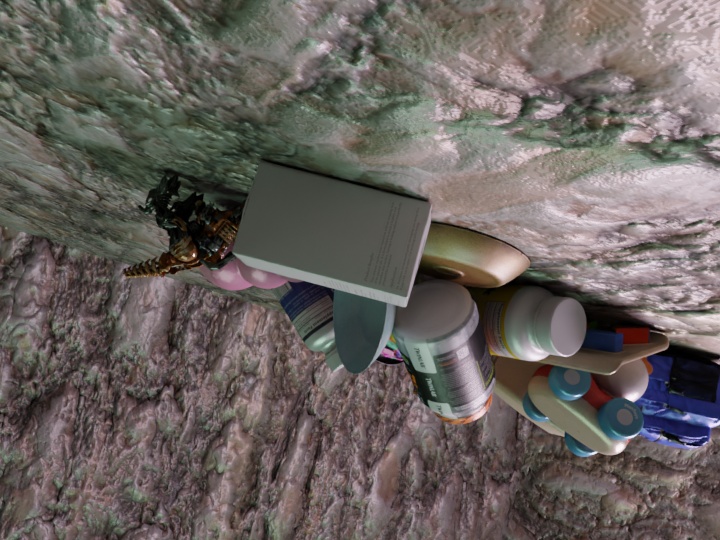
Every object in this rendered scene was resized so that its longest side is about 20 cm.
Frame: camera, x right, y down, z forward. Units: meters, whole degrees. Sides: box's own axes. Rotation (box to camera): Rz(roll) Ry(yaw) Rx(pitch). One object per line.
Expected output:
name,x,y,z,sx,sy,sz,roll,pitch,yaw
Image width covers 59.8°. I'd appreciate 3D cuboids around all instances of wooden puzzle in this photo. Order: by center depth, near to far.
wooden puzzle,0.360,0.107,0.993,0.200,0.046,0.185,-10,-169,-43

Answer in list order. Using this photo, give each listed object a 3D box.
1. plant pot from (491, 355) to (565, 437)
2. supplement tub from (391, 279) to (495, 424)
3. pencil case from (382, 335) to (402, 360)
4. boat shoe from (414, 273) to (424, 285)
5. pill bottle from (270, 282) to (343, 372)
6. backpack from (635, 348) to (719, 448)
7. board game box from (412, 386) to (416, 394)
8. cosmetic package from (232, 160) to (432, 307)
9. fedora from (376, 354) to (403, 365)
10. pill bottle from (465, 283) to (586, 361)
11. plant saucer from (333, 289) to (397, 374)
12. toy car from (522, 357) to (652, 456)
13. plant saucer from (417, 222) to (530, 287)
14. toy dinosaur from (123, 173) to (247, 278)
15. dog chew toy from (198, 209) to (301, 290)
plant pot,0.349,0.192,1.226,0.177,0.200,0.200,25,172,9
supplement tub,0.123,0.122,0.896,0.122,0.123,0.200,9,136,36
pencil case,0.078,0.093,1.137,0.088,0.089,0.200,14,-163,11
boat shoe,0.000,0.000,0.995,0.200,0.076,0.072,19,174,-4
pill bottle,-0.065,0.066,1.065,0.200,0.111,0.111,57,176,9
backpack,0.533,0.220,1.128,0.200,0.168,0.163,16,165,17
board game box,0.212,0.191,1.361,0.151,0.201,0.046,16,170,-5
cosmetic package,-0.030,-0.039,0.702,0.199,0.113,0.081,16,171,7
fedora,0.060,0.099,1.310,0.200,0.201,0.092,23,138,-37
pill bottle,0.229,0.076,0.940,0.111,0.112,0.200,22,169,-34
plant saucer,0.012,0.043,0.868,0.039,0.202,0.201,6,174,-21
toy car,0.399,0.182,1.044,0.177,0.200,0.184,38,158,15
plant saucer,0.120,-0.014,0.826,0.200,0.036,0.200,15,170,3
toy dinosaur,-0.239,-0.051,0.866,0.200,0.136,0.102,-24,163,-18
dog chew toy,-0.149,-0.028,0.941,0.199,0.125,0.125,5,167,25
